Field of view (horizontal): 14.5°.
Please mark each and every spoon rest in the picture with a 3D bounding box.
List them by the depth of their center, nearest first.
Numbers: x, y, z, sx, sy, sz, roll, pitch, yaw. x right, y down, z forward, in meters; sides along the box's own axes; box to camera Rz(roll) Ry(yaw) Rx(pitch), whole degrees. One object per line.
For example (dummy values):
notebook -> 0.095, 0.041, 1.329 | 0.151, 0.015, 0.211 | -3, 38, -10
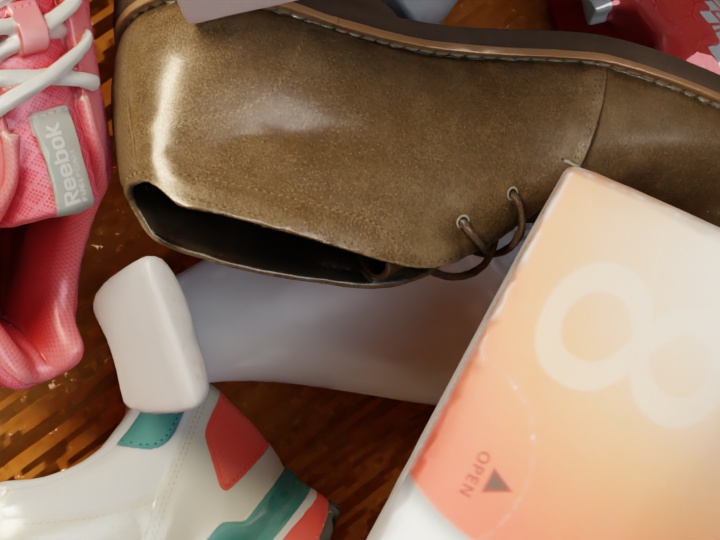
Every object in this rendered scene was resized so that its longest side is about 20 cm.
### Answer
spoon rest -> 0.000, 0.000, 0.793 | 0.200, 0.061, 0.100 | -16, 89, -46

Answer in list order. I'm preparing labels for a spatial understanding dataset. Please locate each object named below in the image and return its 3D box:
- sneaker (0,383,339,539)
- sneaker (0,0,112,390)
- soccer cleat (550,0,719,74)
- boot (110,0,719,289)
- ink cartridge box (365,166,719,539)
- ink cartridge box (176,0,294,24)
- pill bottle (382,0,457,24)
sneaker -> -0.104, 0.101, 0.774 | 0.200, 0.070, 0.093 | -41, 92, -14
sneaker -> -0.087, -0.056, 0.705 | 0.074, 0.087, 0.201 | -20, 135, -30
soccer cleat -> 0.136, -0.032, 0.832 | 0.085, 0.069, 0.200 | -37, 77, -24
boot -> 0.029, -0.024, 0.740 | 0.199, 0.074, 0.076 | 10, 63, -19
ink cartridge box -> 0.100, 0.088, 0.658 | 0.199, 0.050, 0.163 | 24, 79, 21
ink cartridge box -> 0.034, -0.157, 0.648 | 0.199, 0.125, 0.129 | -13, 72, 4
pill bottle -> 0.035, -0.166, 0.776 | 0.113, 0.113, 0.200 | 40, 78, -21
